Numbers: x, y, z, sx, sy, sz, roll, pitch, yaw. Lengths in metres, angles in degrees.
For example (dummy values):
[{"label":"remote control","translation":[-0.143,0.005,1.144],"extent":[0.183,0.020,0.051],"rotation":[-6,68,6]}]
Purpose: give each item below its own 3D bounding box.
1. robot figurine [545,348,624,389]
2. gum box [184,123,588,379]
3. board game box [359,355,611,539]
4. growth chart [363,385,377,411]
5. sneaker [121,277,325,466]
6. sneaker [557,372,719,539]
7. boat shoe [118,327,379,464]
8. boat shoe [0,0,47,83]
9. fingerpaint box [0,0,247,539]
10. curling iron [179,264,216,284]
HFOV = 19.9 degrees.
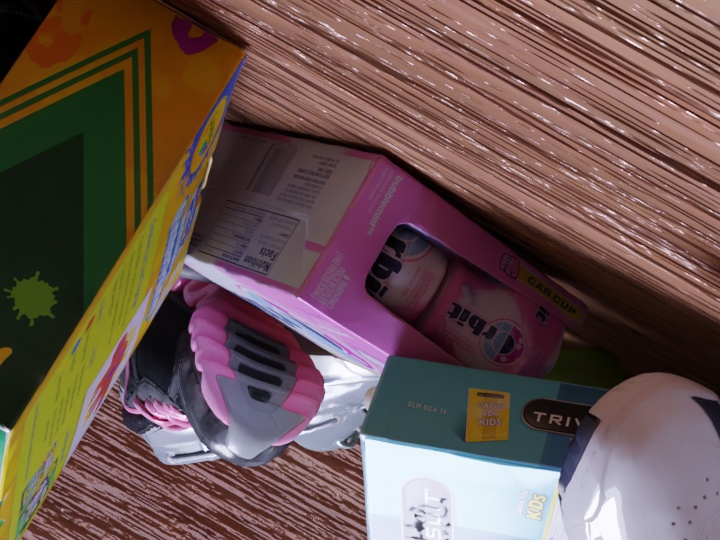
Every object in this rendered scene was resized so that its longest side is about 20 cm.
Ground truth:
[{"label":"robot figurine","translation":[0.113,0.119,1.005],"extent":[0.115,0.177,0.200],"rotation":[-9,-165,-3]},{"label":"gum box","translation":[0.000,0.000,0.873],"extent":[0.113,0.066,0.200],"rotation":[33,174,-24]},{"label":"board game box","translation":[0.103,0.115,0.796],"extent":[0.198,0.047,0.152],"rotation":[9,133,13]},{"label":"growth chart","translation":[0.082,0.132,0.906],"extent":[0.199,0.146,0.018],"rotation":[19,-147,31]},{"label":"sneaker","translation":[-0.080,0.053,1.013],"extent":[0.079,0.096,0.200],"rotation":[32,-167,-23]},{"label":"sneaker","translation":[0.148,0.123,0.656],"extent":[0.129,0.079,0.200],"rotation":[29,151,55]},{"label":"boat shoe","translation":[-0.029,0.061,1.106],"extent":[0.070,0.199,0.072],"rotation":[-79,-28,-57]},{"label":"boat shoe","translation":[-0.142,-0.079,0.886],"extent":[0.062,0.075,0.200],"rotation":[21,176,16]},{"label":"fingerpaint box","translation":[-0.125,0.009,0.775],"extent":[0.073,0.167,0.200],"rotation":[29,155,1]},{"label":"curling iron","translation":[-0.050,-0.002,1.026],"extent":[0.049,0.026,0.200],"rotation":[19,-170,28]}]
